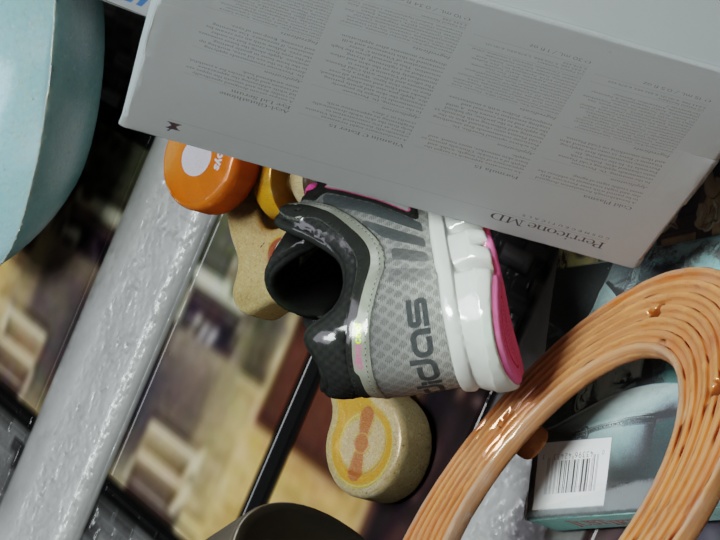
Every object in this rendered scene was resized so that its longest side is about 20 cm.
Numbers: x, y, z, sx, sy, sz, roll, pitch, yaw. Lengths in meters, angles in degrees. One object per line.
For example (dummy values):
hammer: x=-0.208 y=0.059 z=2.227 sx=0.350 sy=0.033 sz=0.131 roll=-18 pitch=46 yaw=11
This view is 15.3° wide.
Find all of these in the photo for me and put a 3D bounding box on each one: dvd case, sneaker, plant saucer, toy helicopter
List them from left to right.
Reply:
plant saucer: x=-0.163 y=-0.100 z=1.385 sx=0.201 sy=0.039 sz=0.202 roll=-174 pitch=90 yaw=-72
toy helicopter: x=0.000 y=0.000 z=1.142 sx=0.132 sy=0.079 sz=0.200 roll=-28 pitch=63 yaw=32
sneaker: x=0.001 y=-0.022 z=1.040 sx=0.087 sy=0.074 sz=0.200 roll=-14 pitch=44 yaw=0
dvd case: x=0.127 y=-0.005 z=0.999 sx=0.146 sy=0.022 sz=0.201 roll=-12 pitch=64 yaw=51

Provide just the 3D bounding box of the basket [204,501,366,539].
basket: x=-0.071 y=0.195 z=1.078 sx=0.200 sy=0.136 sz=0.181 roll=-42 pitch=39 yaw=29

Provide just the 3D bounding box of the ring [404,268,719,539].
ring: x=0.071 y=0.085 z=0.932 sx=0.200 sy=0.019 sz=0.201 roll=-46 pitch=18 yaw=19

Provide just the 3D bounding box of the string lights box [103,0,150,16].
string lights box: x=-0.056 y=-0.197 z=1.264 sx=0.200 sy=0.103 sz=0.059 roll=-37 pitch=48 yaw=37

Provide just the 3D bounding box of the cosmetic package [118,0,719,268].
cosmetic package: x=0.027 y=-0.075 z=0.920 sx=0.151 sy=0.200 sz=0.052 roll=118 pitch=165 yaw=-61
